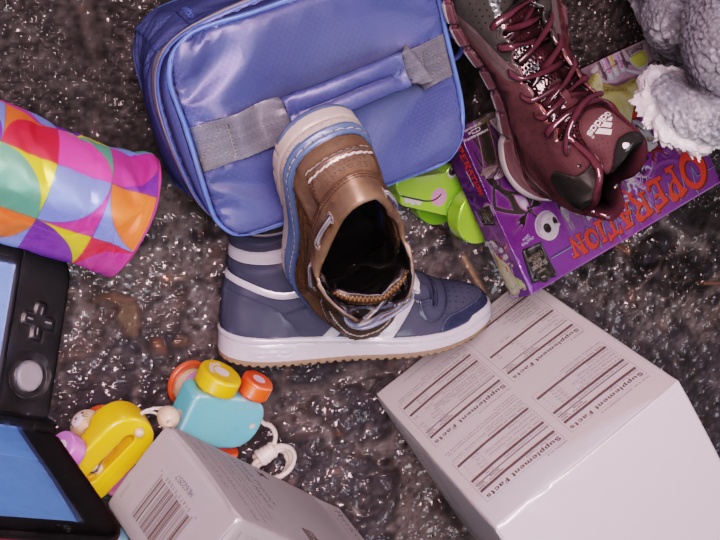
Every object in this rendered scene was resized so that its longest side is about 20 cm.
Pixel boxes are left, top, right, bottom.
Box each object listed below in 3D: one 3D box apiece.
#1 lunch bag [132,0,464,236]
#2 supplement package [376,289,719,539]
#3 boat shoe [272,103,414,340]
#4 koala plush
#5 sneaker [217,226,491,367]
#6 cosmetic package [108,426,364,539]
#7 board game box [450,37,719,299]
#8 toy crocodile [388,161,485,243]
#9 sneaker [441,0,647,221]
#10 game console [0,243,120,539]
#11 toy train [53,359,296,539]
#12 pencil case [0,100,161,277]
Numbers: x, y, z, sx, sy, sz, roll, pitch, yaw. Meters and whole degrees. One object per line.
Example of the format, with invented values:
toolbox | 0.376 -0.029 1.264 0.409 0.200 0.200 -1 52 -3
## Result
lunch bag | -0.029 -0.111 0.752 0.198 0.132 0.137 -23 115 -13
supplement package | 0.139 0.135 0.866 0.150 0.200 0.152 -37 118 -6
boat shoe | -0.006 -0.005 0.713 0.072 0.073 0.201 -26 148 -5
koala plush | 0.234 -0.151 0.741 0.176 0.201 0.184 -26 118 26
sneaker | 0.000 0.000 0.837 0.198 0.070 0.110 -6 112 -17
cosmetic package | -0.064 0.188 0.826 0.074 0.102 0.200 -51 138 4
board game box | 0.156 -0.076 0.847 0.199 0.032 0.121 -28 99 -30
toy crocodile | 0.099 -0.050 0.864 0.198 0.067 0.062 11 100 -27
sneaker | 0.118 -0.113 0.710 0.075 0.115 0.201 -34 125 -10
game console | -0.228 0.053 0.676 0.199 0.118 0.175 18 75 -47
toy train | -0.146 0.134 0.836 0.199 0.056 0.151 -27 134 -19
pencil case | -0.217 -0.064 0.719 0.199 0.088 0.089 23 98 -28
